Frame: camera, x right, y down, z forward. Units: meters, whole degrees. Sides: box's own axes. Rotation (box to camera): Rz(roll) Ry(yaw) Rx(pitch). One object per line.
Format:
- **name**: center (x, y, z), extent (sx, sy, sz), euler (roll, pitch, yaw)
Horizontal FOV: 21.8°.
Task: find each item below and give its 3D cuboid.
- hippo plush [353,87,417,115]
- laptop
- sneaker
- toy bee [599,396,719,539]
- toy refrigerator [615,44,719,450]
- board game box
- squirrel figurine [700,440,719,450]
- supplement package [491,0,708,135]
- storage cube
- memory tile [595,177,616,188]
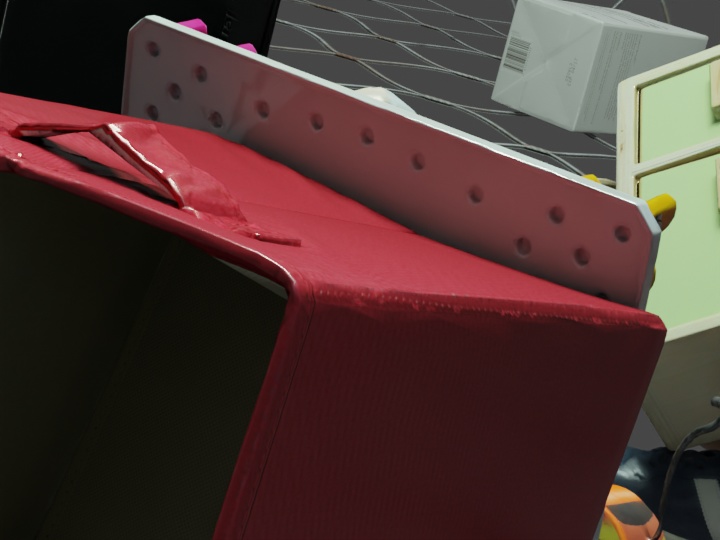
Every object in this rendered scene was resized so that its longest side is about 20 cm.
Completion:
- **hippo plush**: center (0.000, 0.000, 0.836), extent (0.200, 0.159, 0.161), euler (-3, 4, 0)
- **laptop**: center (-0.169, -0.087, 0.943), extent (0.200, 0.187, 0.116), euler (24, 16, 32)
- **sneaker**: center (0.185, 0.093, 0.818), extent (0.200, 0.085, 0.075), euler (20, 15, 19)
- **toy bee**: center (0.061, 0.101, 0.670), extent (0.131, 0.109, 0.200), euler (1, -7, -36)
- **toy refrigerator**: center (0.161, -0.020, 0.853), extent (0.076, 0.070, 0.200), euler (-19, 35, 24)
- **board game box**: center (-0.003, 0.038, 0.601), extent (0.200, 0.200, 0.026), euler (24, 29, 32)
- **squirrel figurine**: center (0.201, 0.048, 0.967), extent (0.187, 0.142, 0.200), euler (11, 2, 33)
- **supplement package**: center (0.259, -0.217, 2.015), extent (0.120, 0.121, 0.200), euler (26, 18, 40)
- **storage cube**: center (-0.055, 0.062, 0.486), extent (0.171, 0.200, 0.180), euler (23, 10, 32)
- **memory tile**: center (0.031, -0.012, 0.978), extent (0.200, 0.017, 0.153), euler (-2, -20, -10)
